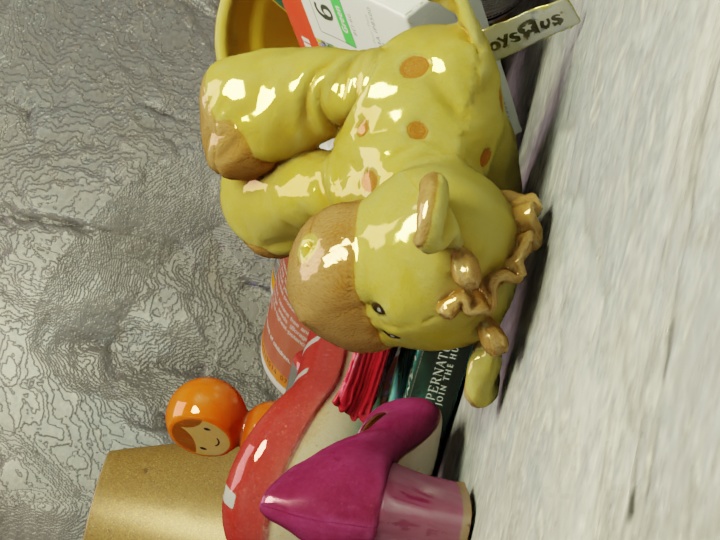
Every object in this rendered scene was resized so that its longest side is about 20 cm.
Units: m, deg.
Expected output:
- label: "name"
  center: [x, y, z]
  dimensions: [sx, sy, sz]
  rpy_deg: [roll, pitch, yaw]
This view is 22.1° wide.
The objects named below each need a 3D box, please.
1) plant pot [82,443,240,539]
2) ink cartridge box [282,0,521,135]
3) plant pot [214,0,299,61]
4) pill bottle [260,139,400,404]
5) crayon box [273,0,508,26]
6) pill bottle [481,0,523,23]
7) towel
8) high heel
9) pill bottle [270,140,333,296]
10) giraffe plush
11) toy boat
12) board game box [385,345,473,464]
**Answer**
- label: "plant pot"
  center: [-0.093, 0.196, 1.311]
  dimensions: [0.186, 0.199, 0.187]
  rpy_deg: [-166, 90, -89]
- label: "ink cartridge box"
  center: [-0.002, -0.138, 1.033]
  dimensions: [0.050, 0.200, 0.109]
  rpy_deg: [-38, -49, -19]
- label: "plant pot"
  center: [0.003, -0.192, 1.521]
  dimensions: [0.189, 0.200, 0.201]
  rpy_deg: [-32, -43, -72]
- label: "pill bottle"
  center: [0.000, 0.000, 1.269]
  dimensions: [0.112, 0.112, 0.200]
  rpy_deg: [-79, 3, -45]
- label: "crayon box"
  center: [0.033, -0.175, 1.206]
  dimensions: [0.052, 0.200, 0.126]
  rpy_deg: [-25, 39, 37]
- label: "pill bottle"
  center: [0.060, -0.203, 1.050]
  dimensions: [0.200, 0.111, 0.112]
  rpy_deg: [120, 163, -80]
- label: "towel"
  center: [0.026, -0.006, 1.077]
  dimensions: [0.200, 0.022, 0.145]
  rpy_deg: [-60, -13, -74]
- label: "high heel"
  center: [-0.007, 0.094, 0.912]
  dimensions: [0.200, 0.096, 0.068]
  rpy_deg: [-151, 73, -81]
- label: "pill bottle"
  center: [0.003, -0.047, 1.398]
  dimensions: [0.117, 0.116, 0.200]
  rpy_deg: [-79, 4, -51]
- label: "giraffe plush"
  center: [0.022, -0.023, 0.850]
  dimensions: [0.200, 0.172, 0.162]
  rpy_deg: [-34, 39, 30]
- label: "toy boat"
  center: [-0.059, 0.104, 1.157]
  dimensions: [0.200, 0.130, 0.131]
  rpy_deg: [-75, -1, -71]
- label: "board game box"
  center: [0.034, 0.073, 1.072]
  dimensions: [0.135, 0.028, 0.200]
  rpy_deg: [-82, 6, -62]
